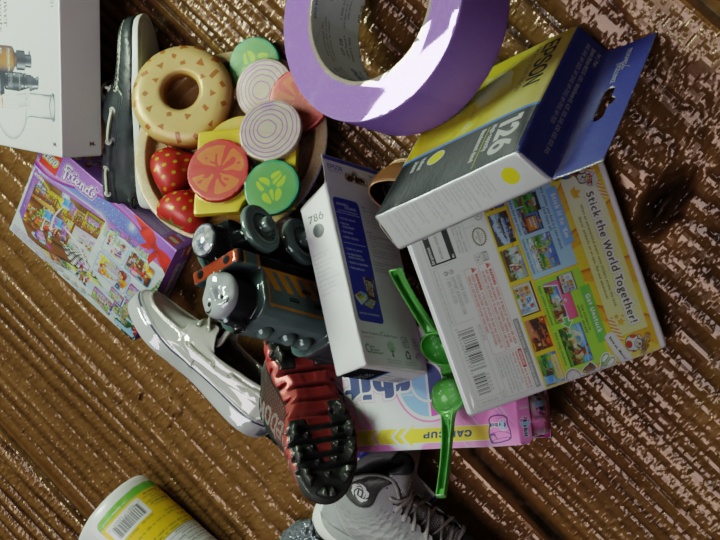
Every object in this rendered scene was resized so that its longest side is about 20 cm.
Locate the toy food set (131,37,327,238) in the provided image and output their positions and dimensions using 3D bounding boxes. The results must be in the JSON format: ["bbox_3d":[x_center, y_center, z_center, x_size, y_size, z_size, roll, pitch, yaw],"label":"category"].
[{"bbox_3d":[-0.123,-0.124,1.328,0.197,0.049,0.201,-4,71,14],"label":"toy food set"}]

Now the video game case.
[{"bbox_3d":[0.144,0.002,1.213,0.181,0.023,0.201,-20,95,3],"label":"video game case"}]

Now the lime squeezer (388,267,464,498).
[{"bbox_3d":[0.070,0.093,1.237,0.038,0.071,0.201,-11,89,16],"label":"lime squeezer"}]

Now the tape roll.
[{"bbox_3d":[0.027,-0.218,1.189,0.200,0.066,0.201,-9,77,42],"label":"tape roll"}]

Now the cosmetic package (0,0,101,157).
[{"bbox_3d":[-0.320,-0.221,1.428,0.151,0.052,0.201,12,105,46],"label":"cosmetic package"}]

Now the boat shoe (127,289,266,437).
[{"bbox_3d":[-0.153,0.081,1.442,0.200,0.072,0.066,45,113,17],"label":"boat shoe"}]

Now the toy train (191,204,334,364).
[{"bbox_3d":[-0.068,0.016,1.276,0.085,0.200,0.114,-29,60,31],"label":"toy train"}]

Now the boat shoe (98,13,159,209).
[{"bbox_3d":[-0.236,-0.158,1.419,0.060,0.076,0.201,5,107,12],"label":"boat shoe"}]

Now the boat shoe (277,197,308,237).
[{"bbox_3d":[-0.124,-0.072,1.388,0.202,0.075,0.075,41,125,13],"label":"boat shoe"}]

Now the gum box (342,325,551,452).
[{"bbox_3d":[0.081,0.105,1.311,0.199,0.066,0.114,-8,86,35],"label":"gum box"}]

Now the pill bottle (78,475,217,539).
[{"bbox_3d":[-0.208,0.333,1.577,0.200,0.111,0.111,39,125,15],"label":"pill bottle"}]

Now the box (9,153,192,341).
[{"bbox_3d":[-0.280,-0.039,1.525,0.200,0.039,0.137,40,125,14],"label":"box"}]

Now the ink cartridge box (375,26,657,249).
[{"bbox_3d":[0.124,-0.119,1.133,0.200,0.198,0.047,-26,113,38],"label":"ink cartridge box"}]

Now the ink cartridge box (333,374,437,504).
[{"bbox_3d":[-0.008,0.173,1.433,0.200,0.037,0.095,49,126,10],"label":"ink cartridge box"}]

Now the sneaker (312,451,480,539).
[{"bbox_3d":[0.055,0.234,1.350,0.199,0.075,0.116,18,123,7],"label":"sneaker"}]

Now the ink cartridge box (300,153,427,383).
[{"bbox_3d":[0.000,0.000,1.275,0.039,0.099,0.201,-22,69,32],"label":"ink cartridge box"}]

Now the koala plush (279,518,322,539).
[{"bbox_3d":[-0.051,0.357,1.429,0.184,0.200,0.178,36,124,17],"label":"koala plush"}]

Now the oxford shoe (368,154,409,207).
[{"bbox_3d":[0.095,-0.040,1.262,0.200,0.071,0.072,22,117,23],"label":"oxford shoe"}]

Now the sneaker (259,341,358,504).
[{"bbox_3d":[-0.051,0.146,1.340,0.098,0.071,0.201,106,155,-45],"label":"sneaker"}]
